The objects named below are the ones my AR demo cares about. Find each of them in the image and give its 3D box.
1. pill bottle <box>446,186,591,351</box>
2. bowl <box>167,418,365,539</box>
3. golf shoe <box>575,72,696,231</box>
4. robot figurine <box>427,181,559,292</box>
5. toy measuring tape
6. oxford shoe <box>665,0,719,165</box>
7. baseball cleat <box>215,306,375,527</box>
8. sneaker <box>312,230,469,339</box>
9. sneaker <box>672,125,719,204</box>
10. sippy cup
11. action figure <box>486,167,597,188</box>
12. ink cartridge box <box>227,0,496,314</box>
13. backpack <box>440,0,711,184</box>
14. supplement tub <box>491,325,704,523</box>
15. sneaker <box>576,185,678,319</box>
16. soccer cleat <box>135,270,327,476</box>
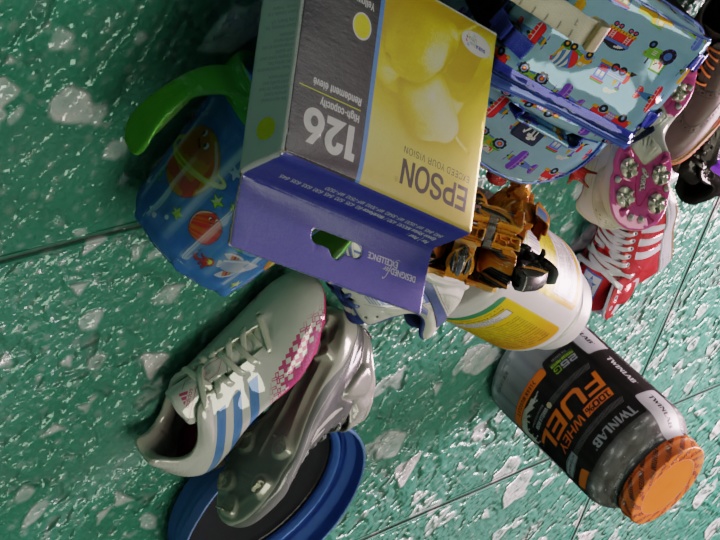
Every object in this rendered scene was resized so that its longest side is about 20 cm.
[{"bbox_3d":[0.125,0.006,1.460,0.113,0.113,0.200,-51,147,8],"label":"pill bottle"},{"bbox_3d":[-0.086,0.205,1.506,0.200,0.039,0.201,-29,143,-25],"label":"bowl"},{"bbox_3d":[0.230,-0.130,1.452,0.075,0.091,0.201,21,78,-22],"label":"golf shoe"},{"bbox_3d":[0.079,-0.038,1.257,0.200,0.144,0.058,-72,179,-75],"label":"robot figurine"},{"bbox_3d":[0.082,-0.217,1.148,0.199,0.074,0.074,29,108,-10],"label":"toy measuring tape"},{"bbox_3d":[0.300,-0.186,1.478,0.201,0.071,0.072,-66,160,12],"label":"oxford shoe"},{"bbox_3d":[-0.043,0.133,1.403,0.106,0.070,0.201,39,77,-48],"label":"baseball cleat"},{"bbox_3d":[0.000,0.000,1.302,0.199,0.075,0.088,19,104,-30],"label":"sneaker"},{"bbox_3d":[0.327,-0.130,1.579,0.099,0.070,0.201,-33,144,-15],"label":"sneaker"},{"bbox_3d":[-0.080,-0.058,1.158,0.130,0.178,0.140,-43,-171,15],"label":"sippy cup"},{"bbox_3d":[0.176,-0.149,1.392,0.099,0.065,0.200,18,112,-44],"label":"action figure"},{"bbox_3d":[0.007,-0.090,1.089,0.197,0.047,0.201,20,71,-49],"label":"ink cartridge box"},{"bbox_3d":[0.135,-0.151,1.261,0.182,0.135,0.200,28,114,-31],"label":"backpack"},{"bbox_3d":[0.232,0.145,1.648,0.122,0.200,0.123,-29,143,-25],"label":"supplement tub"},{"bbox_3d":[0.237,-0.027,1.587,0.112,0.071,0.200,-42,149,-12],"label":"sneaker"},{"bbox_3d":[-0.102,0.084,1.329,0.086,0.070,0.200,14,115,-54],"label":"soccer cleat"}]
